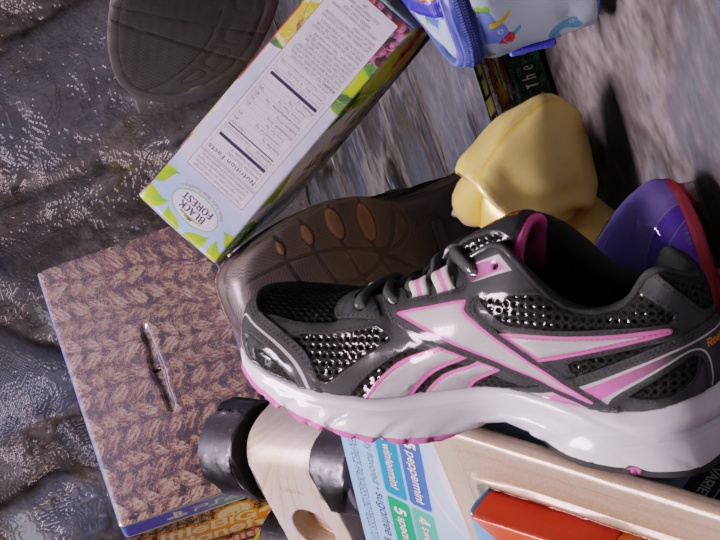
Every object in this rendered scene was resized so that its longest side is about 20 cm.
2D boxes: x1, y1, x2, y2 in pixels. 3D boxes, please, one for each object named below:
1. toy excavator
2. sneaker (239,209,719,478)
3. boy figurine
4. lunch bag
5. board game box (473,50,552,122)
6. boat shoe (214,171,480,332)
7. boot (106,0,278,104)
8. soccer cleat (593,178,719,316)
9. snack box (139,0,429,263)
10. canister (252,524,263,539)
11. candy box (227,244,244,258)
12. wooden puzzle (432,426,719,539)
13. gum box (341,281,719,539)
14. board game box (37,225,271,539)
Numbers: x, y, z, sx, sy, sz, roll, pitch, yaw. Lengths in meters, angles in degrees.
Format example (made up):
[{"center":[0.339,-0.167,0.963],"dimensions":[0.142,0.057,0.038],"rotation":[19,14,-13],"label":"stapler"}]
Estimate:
[{"center":[0.044,0.093,1.337],"dimensions":[0.100,0.200,0.195],"rotation":[4,131,45],"label":"toy excavator"},{"center":[0.050,0.015,1.032],"dimensions":[0.080,0.200,0.086],"rotation":[-47,-43,-58],"label":"sneaker"},{"center":[0.085,-0.005,1.223],"dimensions":[0.124,0.064,0.200],"rotation":[44,164,24],"label":"boy figurine"},{"center":[0.035,-0.177,1.150],"dimensions":[0.200,0.082,0.161],"rotation":[-116,7,-67],"label":"lunch bag"},{"center":[0.074,-0.098,1.344],"dimensions":[0.105,0.023,0.200],"rotation":[111,141,-86],"label":"board game box"},{"center":[0.000,0.000,1.307],"dimensions":[0.073,0.200,0.075],"rotation":[-13,90,44],"label":"boat shoe"},{"center":[-0.067,-0.193,1.243],"dimensions":[0.154,0.073,0.204],"rotation":[-90,13,-47],"label":"boot"},{"center":[0.099,0.021,1.097],"dimensions":[0.200,0.076,0.067],"rotation":[101,151,-72],"label":"soccer cleat"},{"center":[-0.026,-0.083,1.304],"dimensions":[0.053,0.142,0.200],"rotation":[42,-169,0],"label":"snack box"},{"center":[0.039,0.186,1.421],"dimensions":[0.149,0.200,0.087],"rotation":[-56,-17,-37],"label":"canister"},{"center":[0.013,0.008,1.545],"dimensions":[0.200,0.167,0.072],"rotation":[114,140,-84],"label":"candy box"},{"center":[0.114,0.147,1.053],"dimensions":[0.200,0.037,0.185],"rotation":[20,143,42],"label":"wooden puzzle"},{"center":[0.086,0.107,1.133],"dimensions":[0.200,0.045,0.170],"rotation":[22,145,28],"label":"gum box"},{"center":[-0.099,0.092,1.544],"dimensions":[0.200,0.097,0.160],"rotation":[79,171,-65],"label":"board game box"}]
